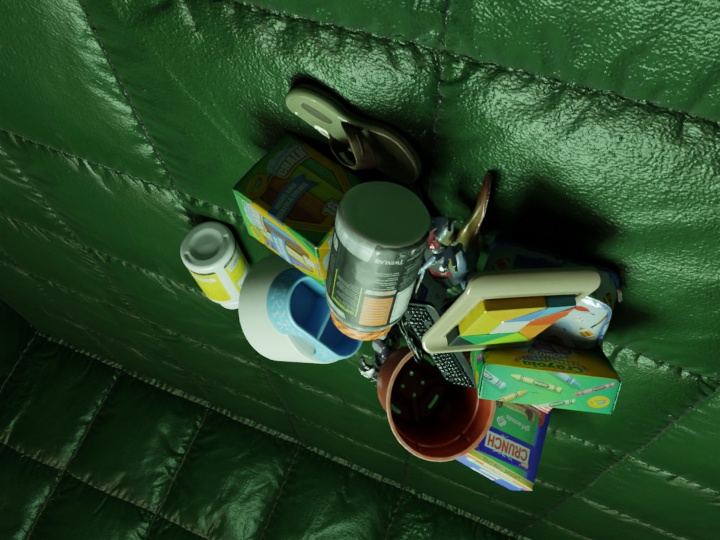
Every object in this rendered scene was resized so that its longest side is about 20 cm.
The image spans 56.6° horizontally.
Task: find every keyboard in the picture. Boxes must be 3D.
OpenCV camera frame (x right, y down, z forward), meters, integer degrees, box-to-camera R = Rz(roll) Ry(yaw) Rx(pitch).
[{"bbox_3d":[0.110,0.122,1.045,0.103,0.040,0.201,10,141,48],"label":"keyboard"}]

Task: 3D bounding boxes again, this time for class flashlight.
[{"bbox_3d":[0.096,-0.054,0.960,0.067,0.069,0.200,5,149,38],"label":"flashlight"}]

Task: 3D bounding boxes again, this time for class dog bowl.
[{"bbox_3d":[-0.068,0.077,1.125,0.199,0.113,0.049,40,155,-32],"label":"dog bowl"}]

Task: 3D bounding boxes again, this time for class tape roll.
[{"bbox_3d":[-0.105,0.065,1.223,0.138,0.206,0.202,-5,143,48],"label":"tape roll"}]

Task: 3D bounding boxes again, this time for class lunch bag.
[{"bbox_3d":[0.271,0.033,0.962,0.196,0.076,0.161,17,150,18],"label":"lunch bag"}]

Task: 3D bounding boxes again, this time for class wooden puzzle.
[{"bbox_3d":[0.192,0.061,0.874,0.181,0.038,0.201,-2,151,-16],"label":"wooden puzzle"}]

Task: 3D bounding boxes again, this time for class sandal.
[{"bbox_3d":[-0.014,-0.163,0.859,0.198,0.058,0.080,28,156,-7],"label":"sandal"}]

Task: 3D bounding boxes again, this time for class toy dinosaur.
[{"bbox_3d":[0.149,-0.004,0.915,0.199,0.106,0.181,-38,148,17],"label":"toy dinosaur"}]

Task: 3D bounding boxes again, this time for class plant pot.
[{"bbox_3d":[0.119,0.221,1.225,0.198,0.204,0.195,29,174,-10],"label":"plant pot"}]

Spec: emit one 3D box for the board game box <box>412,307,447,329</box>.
[{"bbox_3d":[0.198,0.135,1.269,0.196,0.041,0.154,16,154,20],"label":"board game box"}]

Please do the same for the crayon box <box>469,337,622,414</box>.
[{"bbox_3d":[0.266,0.145,0.988,0.195,0.119,0.060,7,112,0],"label":"crayon box"}]

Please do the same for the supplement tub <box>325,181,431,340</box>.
[{"bbox_3d":[0.017,-0.006,0.882,0.120,0.124,0.202,21,138,7],"label":"supplement tub"}]

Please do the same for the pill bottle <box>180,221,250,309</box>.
[{"bbox_3d":[-0.285,-0.001,1.369,0.109,0.113,0.201,17,154,17],"label":"pill bottle"}]

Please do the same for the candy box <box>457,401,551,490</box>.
[{"bbox_3d":[0.285,0.309,1.340,0.167,0.203,0.077,30,155,-15],"label":"candy box"}]

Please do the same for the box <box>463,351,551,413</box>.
[{"bbox_3d":[0.256,0.134,1.107,0.197,0.096,0.100,29,123,-8],"label":"box"}]

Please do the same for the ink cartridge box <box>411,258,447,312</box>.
[{"bbox_3d":[0.066,-0.006,1.047,0.039,0.101,0.200,-3,143,45],"label":"ink cartridge box"}]

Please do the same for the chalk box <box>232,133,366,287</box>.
[{"bbox_3d":[-0.095,-0.097,0.959,0.198,0.125,0.125,34,159,17],"label":"chalk box"}]

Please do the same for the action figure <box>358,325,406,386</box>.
[{"bbox_3d":[0.041,0.144,1.344,0.068,0.131,0.203,9,136,21],"label":"action figure"}]
